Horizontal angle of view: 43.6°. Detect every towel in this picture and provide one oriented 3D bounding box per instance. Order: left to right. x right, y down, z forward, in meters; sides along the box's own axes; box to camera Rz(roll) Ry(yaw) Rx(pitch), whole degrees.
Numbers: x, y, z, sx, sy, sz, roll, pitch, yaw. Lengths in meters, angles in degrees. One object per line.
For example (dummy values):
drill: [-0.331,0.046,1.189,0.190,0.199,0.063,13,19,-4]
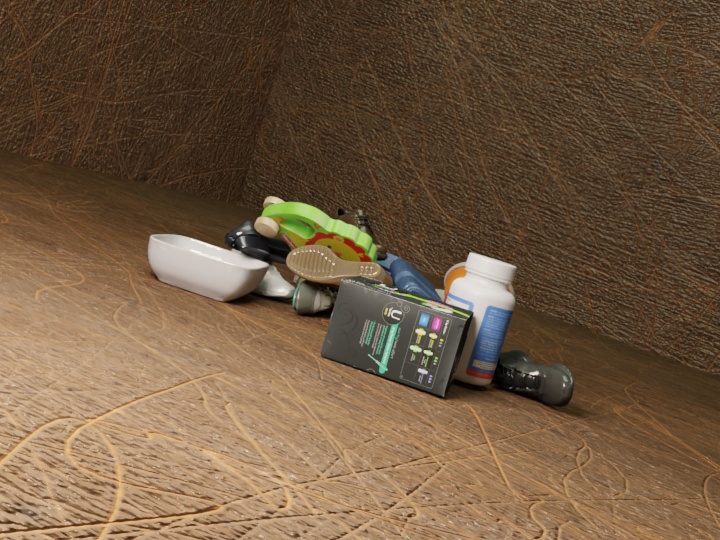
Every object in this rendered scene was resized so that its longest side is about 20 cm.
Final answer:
towel: [0.104,0.046,1.661,0.112,0.049,0.200,43,9,-15]

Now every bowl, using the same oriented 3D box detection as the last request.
bowl: [-0.274,-0.003,1.603,0.198,0.075,0.200,18,6,5]

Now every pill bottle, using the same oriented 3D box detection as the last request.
pill bottle: [0.193,0.079,1.502,0.111,0.202,0.112,17,5,-2]

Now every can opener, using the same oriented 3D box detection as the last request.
can opener: [-0.183,-0.041,1.745,0.063,0.079,0.199,-31,-27,26]

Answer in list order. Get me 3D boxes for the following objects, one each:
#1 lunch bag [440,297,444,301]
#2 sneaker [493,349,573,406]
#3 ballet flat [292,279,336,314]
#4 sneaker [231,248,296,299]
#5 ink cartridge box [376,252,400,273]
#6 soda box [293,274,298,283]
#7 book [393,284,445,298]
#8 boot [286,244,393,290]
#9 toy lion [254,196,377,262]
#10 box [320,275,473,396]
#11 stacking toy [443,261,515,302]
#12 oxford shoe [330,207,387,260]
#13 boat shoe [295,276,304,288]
lunch bag: [0.113,0.097,1.867,0.149,0.095,0.200,13,-4,-14]
sneaker: [0.283,0.188,1.551,0.090,0.077,0.199,3,5,-30]
ballet flat: [-0.079,0.050,1.722,0.063,0.068,0.200,10,3,7]
sneaker: [-0.201,0.002,1.783,0.199,0.081,0.070,23,6,37]
ink cartridge box: [0.000,0.000,1.842,0.135,0.077,0.200,22,15,3]
soda box: [-0.080,0.025,2.038,0.068,0.064,0.200,15,5,-29]
book: [0.116,0.072,1.959,0.132,0.049,0.200,11,-15,-9]
boot: [-0.030,0.028,1.672,0.198,0.073,0.167,11,-25,20]
toy lion: [-0.070,-0.057,1.671,0.190,0.069,0.200,-2,-36,36]
box: [0.060,0.097,1.389,0.198,0.125,0.148,17,5,10]
stacking toy: [0.193,0.096,1.676,0.145,0.201,0.147,20,-39,17]
oxford shoe: [-0.007,-0.075,1.775,0.072,0.085,0.200,9,16,-38]
boat shoe: [-0.041,0.051,1.895,0.199,0.075,0.066,6,18,-36]
